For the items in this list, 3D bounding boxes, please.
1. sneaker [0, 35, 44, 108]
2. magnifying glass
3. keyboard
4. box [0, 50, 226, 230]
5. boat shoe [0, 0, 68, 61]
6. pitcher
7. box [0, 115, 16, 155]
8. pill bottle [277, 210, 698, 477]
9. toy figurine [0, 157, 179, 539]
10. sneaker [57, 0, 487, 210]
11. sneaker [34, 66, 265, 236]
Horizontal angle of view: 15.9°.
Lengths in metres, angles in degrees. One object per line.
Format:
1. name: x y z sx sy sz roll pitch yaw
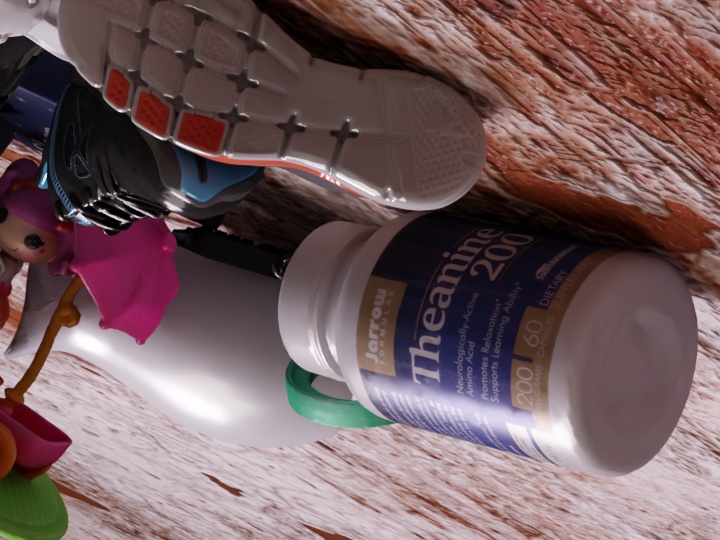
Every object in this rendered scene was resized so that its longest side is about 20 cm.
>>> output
1. sneaker: -0.212 -0.097 1.215 0.079 0.075 0.200 41 -161 -4
2. magnifying glass: 0.059 0.054 1.384 0.200 0.022 0.080 -3 -154 2
3. keyboard: 0.000 0.000 1.438 0.200 0.040 0.104 16 -179 -18
4. box: -0.156 -0.086 1.388 0.200 0.032 0.121 26 167 -3
5. boat shoe: -0.178 -0.135 1.156 0.074 0.065 0.200 13 163 35
6. pitcher: -0.098 0.019 1.538 0.200 0.121 0.172 17 -150 -6
7. box: -0.316 -0.057 1.332 0.182 0.200 0.104 44 165 -36
8. pill bottle: 0.059 0.030 1.291 0.200 0.111 0.111 12 162 39
9. toy figurine: -0.186 0.015 1.397 0.200 0.184 0.150 41 -170 15
10. sneaker: -0.044 -0.074 1.156 0.200 0.077 0.082 25 173 -3
11. sneaker: -0.104 -0.047 1.229 0.073 0.082 0.200 28 -176 -22
